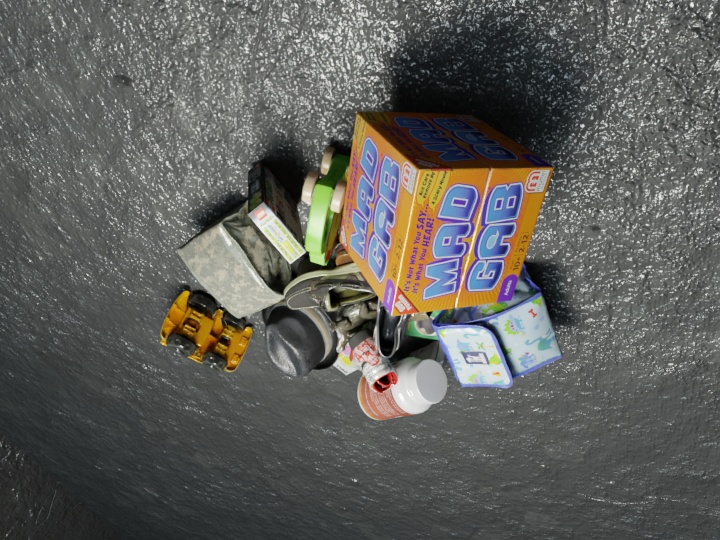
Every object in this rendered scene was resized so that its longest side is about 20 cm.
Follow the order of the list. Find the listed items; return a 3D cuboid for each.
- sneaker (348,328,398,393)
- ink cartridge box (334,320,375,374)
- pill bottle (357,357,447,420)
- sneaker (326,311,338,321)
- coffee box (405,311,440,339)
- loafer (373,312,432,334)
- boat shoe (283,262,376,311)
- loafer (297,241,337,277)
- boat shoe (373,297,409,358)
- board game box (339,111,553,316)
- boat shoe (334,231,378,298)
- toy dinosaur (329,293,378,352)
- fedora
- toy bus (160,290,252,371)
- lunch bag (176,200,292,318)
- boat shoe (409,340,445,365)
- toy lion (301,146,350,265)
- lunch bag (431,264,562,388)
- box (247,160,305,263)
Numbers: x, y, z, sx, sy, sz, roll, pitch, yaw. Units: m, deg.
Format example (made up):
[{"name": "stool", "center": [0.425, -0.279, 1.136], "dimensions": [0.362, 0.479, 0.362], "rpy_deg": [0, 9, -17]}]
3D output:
[{"name": "sneaker", "center": [0.027, 0.196, 1.164], "dimensions": [0.066, 0.109, 0.202], "rpy_deg": [-28, 157, -7]}, {"name": "ink cartridge box", "center": [-0.035, 0.172, 1.329], "dimensions": [0.103, 0.060, 0.199], "rpy_deg": [39, 135, -19]}, {"name": "pill bottle", "center": [0.087, 0.245, 1.226], "dimensions": [0.111, 0.114, 0.199], "rpy_deg": [38, 146, -17]}, {"name": "sneaker", "center": [-0.099, 0.113, 1.301], "dimensions": [0.195, 0.077, 0.106], "rpy_deg": [3, 151, 23]}, {"name": "coffee box", "center": [0.145, 0.082, 1.175], "dimensions": [0.195, 0.044, 0.125], "rpy_deg": [6, 133, 16]}, {"name": "loafer", "center": [0.100, 0.069, 1.098], "dimensions": [0.068, 0.076, 0.200], "rpy_deg": [45, 118, 3]}, {"name": "boat shoe", "center": [-0.056, 0.040, 1.073], "dimensions": [0.197, 0.067, 0.072], "rpy_deg": [-17, 138, 20]}, {"name": "loafer", "center": [-0.095, 0.008, 1.177], "dimensions": [0.068, 0.076, 0.201], "rpy_deg": [24, 138, -9]}, {"name": "boat shoe", "center": [0.064, 0.059, 1.031], "dimensions": [0.071, 0.063, 0.205], "rpy_deg": [12, 109, -2]}, {"name": "board game box", "center": [0.104, -0.087, 0.818], "dimensions": [0.195, 0.201, 0.204], "rpy_deg": [-5, 123, -23]}, {"name": "boat shoe", "center": [0.000, 0.000, 1.134], "dimensions": [0.069, 0.072, 0.202], "rpy_deg": [-8, 142, 8]}, {"name": "toy dinosaur", "center": [-0.002, 0.077, 1.138], "dimensions": [0.101, 0.078, 0.200], "rpy_deg": [10, 136, -48]}, {"name": "fedora", "center": [-0.138, 0.146, 1.211], "dimensions": [0.196, 0.092, 0.204], "rpy_deg": [13, 127, 18]}, {"name": "toy bus", "center": [-0.384, 0.167, 1.429], "dimensions": [0.197, 0.138, 0.192], "rpy_deg": [30, 150, -13]}, {"name": "lunch bag", "center": [-0.235, -0.010, 1.170], "dimensions": [0.162, 0.118, 0.202], "rpy_deg": [-22, 107, 38]}, {"name": "boat shoe", "center": [0.132, 0.206, 1.292], "dimensions": [0.064, 0.073, 0.201], "rpy_deg": [19, 146, -4]}, {"name": "toy lion", "center": [-0.055, -0.091, 0.980], "dimensions": [0.067, 0.201, 0.195], "rpy_deg": [15, 119, 3]}, {"name": "lunch bag", "center": [0.243, 0.113, 1.064], "dimensions": [0.196, 0.128, 0.172], "rpy_deg": [-24, 123, 8]}, {"name": "box", "center": [-0.145, -0.104, 1.002], "dimensions": [0.034, 0.201, 0.111], "rpy_deg": [-34, 118, 9]}]
